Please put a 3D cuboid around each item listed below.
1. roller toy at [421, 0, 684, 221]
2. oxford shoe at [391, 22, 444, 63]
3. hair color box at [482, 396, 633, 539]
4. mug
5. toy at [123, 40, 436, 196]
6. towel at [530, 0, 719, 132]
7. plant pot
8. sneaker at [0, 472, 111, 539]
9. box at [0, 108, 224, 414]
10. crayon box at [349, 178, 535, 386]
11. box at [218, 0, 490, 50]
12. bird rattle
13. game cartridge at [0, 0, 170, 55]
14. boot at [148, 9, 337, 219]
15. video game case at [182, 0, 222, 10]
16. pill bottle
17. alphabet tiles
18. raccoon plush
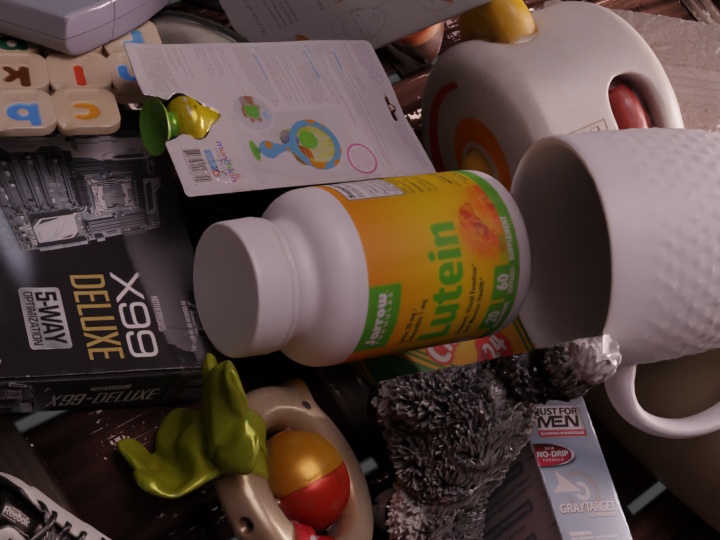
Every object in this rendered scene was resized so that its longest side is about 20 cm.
[{"bbox_3d":[0.133,-0.092,1.196,0.139,0.201,0.183,-23,57,-23],"label":"roller toy"},{"bbox_3d":[0.015,-0.255,1.333,0.071,0.073,0.202,-20,68,6],"label":"oxford shoe"},{"bbox_3d":[0.126,0.192,1.059,0.060,0.099,0.202,1,59,-32],"label":"hair color box"},{"bbox_3d":[0.204,0.008,1.062,0.174,0.147,0.202,-5,94,-20],"label":"mug"},{"bbox_3d":[-0.057,-0.093,1.073,0.199,0.047,0.116,-5,61,-41],"label":"toy"},{"bbox_3d":[0.218,-0.153,1.326,0.198,0.035,0.133,10,61,19],"label":"towel"},{"bbox_3d":[0.245,0.076,1.180,0.199,0.188,0.188,31,46,8],"label":"plant pot"},{"bbox_3d":[-0.179,0.161,0.906,0.199,0.080,0.074,23,47,-18],"label":"sneaker"},{"bbox_3d":[-0.186,-0.010,1.041,0.156,0.050,0.201,-1,59,-31],"label":"box"},{"bbox_3d":[0.030,0.019,1.156,0.200,0.051,0.127,42,47,1],"label":"crayon box"},{"bbox_3d":[-0.001,-0.233,1.160,0.125,0.198,0.098,57,21,-33],"label":"box"},{"bbox_3d":[-0.041,0.140,0.998,0.201,0.113,0.163,52,31,6],"label":"bird rattle"},{"bbox_3d":[-0.195,-0.211,1.139,0.132,0.042,0.200,22,37,11],"label":"game cartridge"},{"bbox_3d":[-0.092,-0.098,1.124,0.199,0.068,0.131,25,37,-4],"label":"boot"},{"bbox_3d":[-0.106,-0.261,1.292,0.198,0.019,0.144,10,54,-27],"label":"video game case"},{"bbox_3d":[0.000,0.000,1.041,0.198,0.111,0.112,-8,63,-34],"label":"pill bottle"},{"bbox_3d":[-0.225,-0.136,1.068,0.198,0.015,0.196,-2,35,-17],"label":"alphabet tiles"},{"bbox_3d":[0.076,0.124,1.008,0.096,0.199,0.135,-5,81,-36],"label":"raccoon plush"}]
